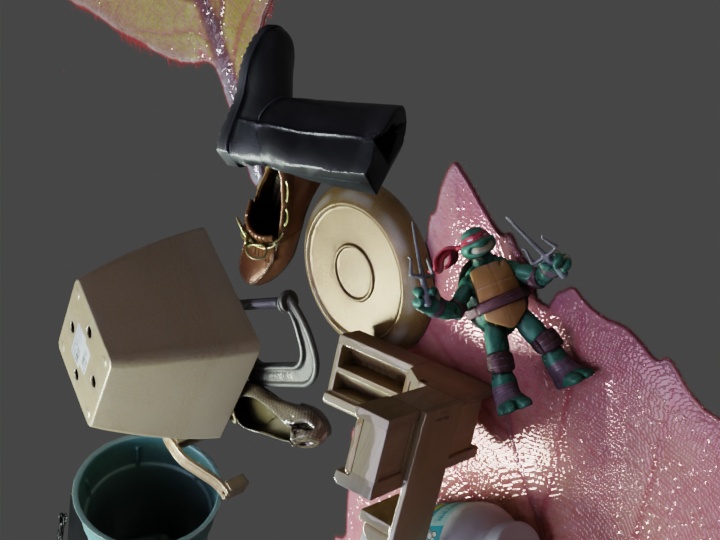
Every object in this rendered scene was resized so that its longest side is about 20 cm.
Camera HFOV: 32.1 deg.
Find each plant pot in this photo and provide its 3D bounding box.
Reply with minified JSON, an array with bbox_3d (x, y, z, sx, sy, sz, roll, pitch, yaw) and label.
[{"bbox_3d":[-0.264,0.092,1.559,0.201,0.176,0.200,60,142,30],"label":"plant pot"},{"bbox_3d":[-0.293,0.366,1.731,0.200,0.199,0.197,39,139,33],"label":"plant pot"},{"bbox_3d":[0.000,0.000,1.369,0.199,0.027,0.202,21,119,44],"label":"plant pot"}]

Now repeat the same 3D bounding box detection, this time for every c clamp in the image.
[{"bbox_3d":[-0.123,0.065,1.534,0.199,0.027,0.172,3,106,49],"label":"c clamp"}]

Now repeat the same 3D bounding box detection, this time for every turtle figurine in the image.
[{"bbox_3d":[0.133,0.027,1.176,0.149,0.101,0.201,-25,85,9],"label":"turtle figurine"}]

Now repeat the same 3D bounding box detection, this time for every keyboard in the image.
[{"bbox_3d":[-0.473,0.463,2.077,0.127,0.020,0.202,24,113,45],"label":"keyboard"}]

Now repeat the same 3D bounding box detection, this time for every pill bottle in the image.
[{"bbox_3d":[0.096,0.299,1.307,0.199,0.110,0.112,-16,92,50],"label":"pill bottle"}]

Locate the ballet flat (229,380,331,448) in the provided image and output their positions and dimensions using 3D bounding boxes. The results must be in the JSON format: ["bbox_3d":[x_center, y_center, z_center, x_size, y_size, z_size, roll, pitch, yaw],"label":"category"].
[{"bbox_3d":[-0.115,0.183,1.549,0.199,0.046,0.068,12,128,46],"label":"ballet flat"}]

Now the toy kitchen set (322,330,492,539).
[{"bbox_3d":[-0.002,0.177,1.257,0.180,0.199,0.164,21,106,31],"label":"toy kitchen set"}]

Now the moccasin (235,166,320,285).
[{"bbox_3d":[-0.104,-0.055,1.425,0.074,0.077,0.202,56,141,19],"label":"moccasin"}]

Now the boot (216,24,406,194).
[{"bbox_3d":[-0.041,-0.173,1.310,0.199,0.066,0.166,11,81,36],"label":"boot"}]

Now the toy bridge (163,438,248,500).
[{"bbox_3d":[-0.231,0.223,1.687,0.200,0.067,0.027,54,137,20],"label":"toy bridge"}]
